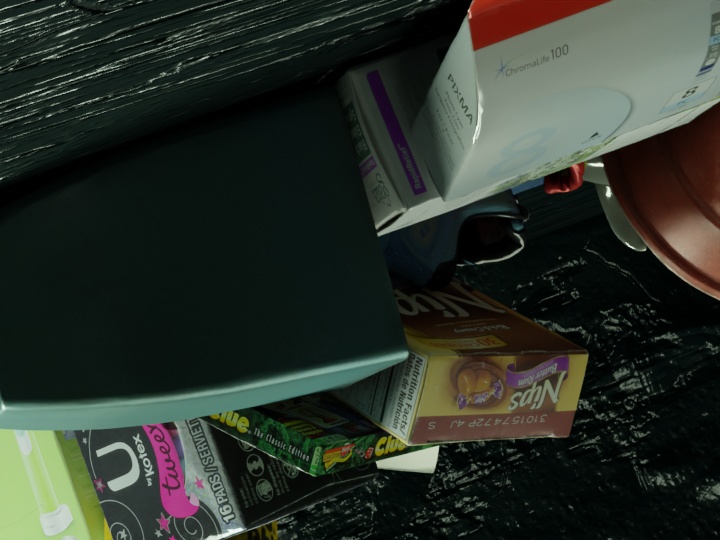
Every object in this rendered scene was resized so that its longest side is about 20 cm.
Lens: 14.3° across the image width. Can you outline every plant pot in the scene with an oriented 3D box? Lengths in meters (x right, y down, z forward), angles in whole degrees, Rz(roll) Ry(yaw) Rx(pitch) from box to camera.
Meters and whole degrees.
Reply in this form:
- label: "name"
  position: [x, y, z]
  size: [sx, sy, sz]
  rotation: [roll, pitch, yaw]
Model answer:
- label: "plant pot"
  position: [0.259, -0.102, 1.559]
  size: [0.200, 0.201, 0.195]
  rotation: [-19, 169, -27]
- label: "plant pot"
  position: [-0.103, 0.010, 1.454]
  size: [0.199, 0.142, 0.141]
  rotation: [-15, 175, -17]

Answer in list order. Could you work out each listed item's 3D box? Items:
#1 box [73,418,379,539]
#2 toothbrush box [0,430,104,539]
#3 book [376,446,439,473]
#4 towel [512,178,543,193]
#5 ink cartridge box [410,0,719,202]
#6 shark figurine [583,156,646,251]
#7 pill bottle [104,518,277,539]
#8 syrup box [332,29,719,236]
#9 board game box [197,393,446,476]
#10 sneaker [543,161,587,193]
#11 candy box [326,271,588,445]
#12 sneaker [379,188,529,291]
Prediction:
- label: "box"
  position: [-0.101, 0.061, 1.723]
  size: [0.115, 0.201, 0.132]
  rotation: [-25, 175, 41]
- label: "toothbrush box"
  position: [-0.224, 0.122, 1.946]
  size: [0.145, 0.201, 0.086]
  rotation: [-23, 176, 40]
- label: "book"
  position: [-0.019, 0.044, 1.887]
  size: [0.133, 0.200, 0.048]
  rotation: [4, 136, -6]
- label: "towel"
  position: [0.158, -0.103, 2.027]
  size: [0.111, 0.049, 0.200]
  rotation: [-18, 175, -39]
- label: "ink cartridge box"
  position: [0.120, -0.111, 1.338]
  size: [0.160, 0.047, 0.200]
  rotation: [-21, 166, -18]
- label: "shark figurine"
  position: [0.192, -0.088, 1.739]
  size: [0.214, 0.129, 0.089]
  rotation: [-22, 179, 17]
- label: "pill bottle"
  position: [-0.108, 0.166, 1.843]
  size: [0.112, 0.200, 0.113]
  rotation: [-2, 138, -2]
- label: "syrup box"
  position: [0.083, -0.089, 1.472]
  size: [0.199, 0.082, 0.079]
  rotation: [-20, 174, -18]
- label: "board game box"
  position: [-0.001, 0.073, 1.604]
  size: [0.105, 0.024, 0.200]
  rotation: [21, -163, 33]
- label: "sneaker"
  position: [0.114, -0.088, 1.652]
  size: [0.200, 0.085, 0.077]
  rotation: [-18, 177, -39]
- label: "candy box"
  position: [0.019, 0.035, 1.607]
  size: [0.116, 0.057, 0.200]
  rotation: [0, -160, -38]
- label: "sneaker"
  position: [0.061, -0.038, 1.665]
  size: [0.200, 0.090, 0.078]
  rotation: [-39, 164, -51]
